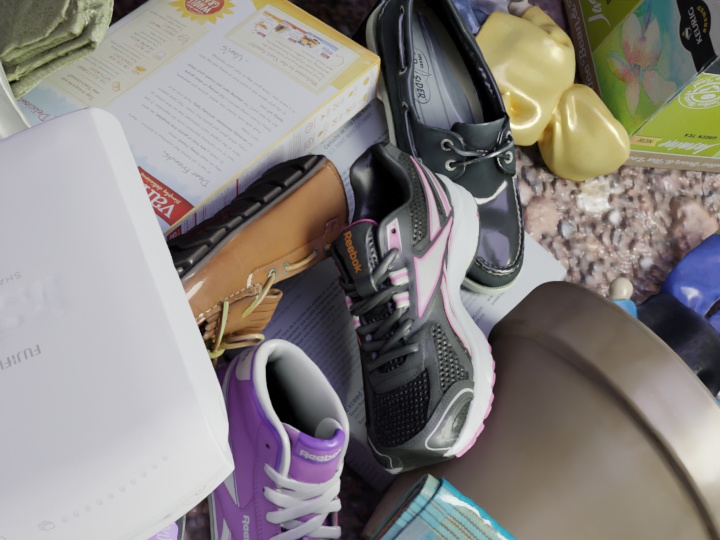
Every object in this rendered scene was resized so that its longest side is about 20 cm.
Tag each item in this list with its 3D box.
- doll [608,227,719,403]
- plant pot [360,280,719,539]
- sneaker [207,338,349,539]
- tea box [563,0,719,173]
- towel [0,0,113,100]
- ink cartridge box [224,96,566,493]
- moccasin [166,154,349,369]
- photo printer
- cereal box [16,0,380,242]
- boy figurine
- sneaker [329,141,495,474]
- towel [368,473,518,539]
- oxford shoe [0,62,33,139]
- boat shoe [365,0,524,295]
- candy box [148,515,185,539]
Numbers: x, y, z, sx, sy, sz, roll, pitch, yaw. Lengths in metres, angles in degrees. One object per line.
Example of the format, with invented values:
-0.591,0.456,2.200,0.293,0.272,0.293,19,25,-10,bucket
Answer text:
0.216,0.052,1.026,0.137,0.049,0.200,47,56,5,doll
0.099,0.136,0.866,0.173,0.200,0.201,-36,83,-17,plant pot
-0.036,0.136,0.834,0.072,0.114,0.203,-11,74,-28,sneaker
0.245,-0.200,1.073,0.132,0.197,0.202,2,64,-23,tea box
-0.200,-0.187,0.915,0.036,0.147,0.203,32,48,-50,towel
0.000,0.000,0.960,0.200,0.041,0.200,43,56,3,ink cartridge box
-0.073,0.011,0.850,0.201,0.073,0.078,-42,113,-47,moccasin
-0.158,0.043,0.737,0.165,0.070,0.202,-22,72,-1,photo printer
-0.103,-0.099,0.939,0.143,0.040,0.200,35,55,21,cereal box
0.097,-0.135,1.056,0.199,0.064,0.125,32,59,-7,boy figurine
0.015,0.015,0.856,0.086,0.080,0.202,39,34,-38,sneaker
0.062,0.217,0.777,0.200,0.022,0.147,41,90,-3,towel
-0.206,-0.061,0.855,0.202,0.074,0.058,63,26,-14,oxford shoe
0.061,-0.087,0.959,0.074,0.066,0.202,-7,74,-25,boat shoe
-0.194,0.151,0.782,0.197,0.072,0.170,13,61,-17,candy box
